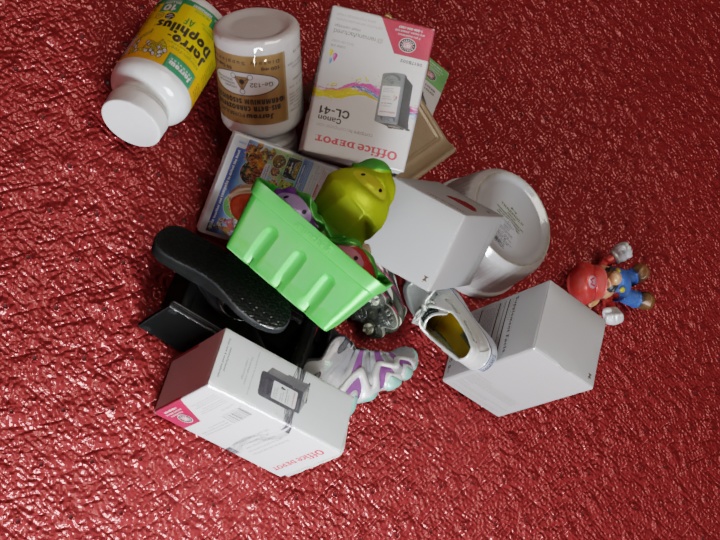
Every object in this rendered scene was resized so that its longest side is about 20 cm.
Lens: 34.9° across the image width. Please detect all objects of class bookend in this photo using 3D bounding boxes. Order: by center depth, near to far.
[{"bbox_3d":[-0.153,0.029,1.496,0.199,0.092,0.200,34,54,-22],"label":"bookend"}]

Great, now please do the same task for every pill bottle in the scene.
[{"bbox_3d":[-0.260,-0.263,1.513,0.113,0.113,0.200,38,54,-20],"label":"pill bottle"},{"bbox_3d":[-0.134,-0.240,1.543,0.114,0.114,0.200,-39,141,-40],"label":"pill bottle"}]

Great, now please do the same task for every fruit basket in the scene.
[{"bbox_3d":[-0.032,-0.054,1.390,0.156,0.215,0.216,-8,73,-84],"label":"fruit basket"}]

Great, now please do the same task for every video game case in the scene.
[{"bbox_3d":[-0.105,-0.092,1.555,0.200,0.018,0.143,18,104,-23],"label":"video game case"}]

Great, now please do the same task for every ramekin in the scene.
[{"bbox_3d":[0.206,-0.064,1.796,0.200,0.105,0.201,14,65,-33],"label":"ramekin"}]

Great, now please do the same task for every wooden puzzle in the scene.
[{"bbox_3d":[0.024,-0.213,1.656,0.185,0.037,0.200,-37,93,-36],"label":"wooden puzzle"}]

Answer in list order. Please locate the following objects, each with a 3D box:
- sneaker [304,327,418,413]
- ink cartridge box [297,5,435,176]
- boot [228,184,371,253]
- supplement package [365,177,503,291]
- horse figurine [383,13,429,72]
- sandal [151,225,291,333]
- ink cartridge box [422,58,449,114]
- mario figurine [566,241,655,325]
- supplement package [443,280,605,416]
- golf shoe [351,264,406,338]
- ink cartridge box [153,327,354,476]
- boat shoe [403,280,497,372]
[{"bbox_3d":[-0.011,0.112,1.574,0.200,0.078,0.140,-30,98,-41],"label":"sneaker"},{"bbox_3d":[0.008,-0.241,1.551,0.147,0.086,0.200,12,89,-6],"label":"ink cartridge box"},{"bbox_3d":[-0.091,-0.032,1.472,0.200,0.075,0.107,29,56,-4],"label":"boot"},{"bbox_3d":[0.103,-0.053,1.627,0.121,0.120,0.200,30,13,18],"label":"supplement package"},{"bbox_3d":[0.041,-0.284,1.641,0.133,0.050,0.200,46,57,-2],"label":"horse figurine"},{"bbox_3d":[-0.168,0.016,1.406,0.200,0.048,0.075,35,44,13],"label":"sandal"},{"bbox_3d":[0.033,-0.258,1.750,0.145,0.087,0.200,36,58,-21],"label":"ink cartridge box"},{"bbox_3d":[0.437,0.022,1.935,0.200,0.106,0.123,3,36,-44],"label":"mario figurine"},{"bbox_3d":[0.239,0.118,1.680,0.121,0.200,0.120,34,56,-23],"label":"supplement package"},{"bbox_3d":[0.000,0.000,1.650,0.088,0.077,0.200,-28,93,-61],"label":"golf shoe"},{"bbox_3d":[-0.130,0.169,1.424,0.200,0.145,0.084,31,54,-24],"label":"ink cartridge box"},{"bbox_3d":[0.108,0.067,1.636,0.086,0.075,0.202,22,23,-46],"label":"boat shoe"}]
